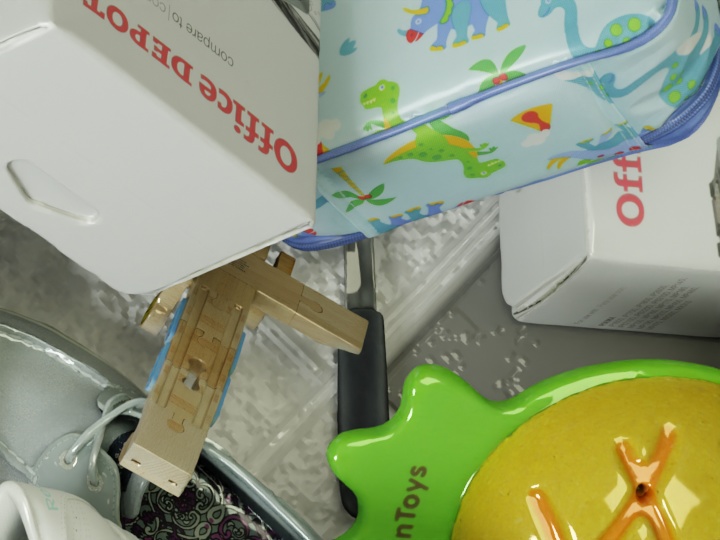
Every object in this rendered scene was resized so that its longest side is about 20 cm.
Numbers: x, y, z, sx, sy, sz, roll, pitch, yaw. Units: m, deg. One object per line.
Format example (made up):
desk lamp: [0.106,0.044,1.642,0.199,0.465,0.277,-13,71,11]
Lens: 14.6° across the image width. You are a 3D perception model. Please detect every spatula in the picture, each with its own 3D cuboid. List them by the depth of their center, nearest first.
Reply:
spatula: [0.000,0.000,1.106,0.056,0.021,0.201,-2,75,1]

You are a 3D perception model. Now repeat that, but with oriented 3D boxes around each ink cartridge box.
ink cartridge box: [-0.086,-0.114,0.989,0.145,0.084,0.200,36,43,-42]
ink cartridge box: [0.162,-0.051,1.151,0.199,0.086,0.148,4,70,-20]

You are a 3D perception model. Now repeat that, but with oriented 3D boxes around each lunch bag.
lunch bag: [0.035,-0.107,1.066,0.200,0.082,0.161,-20,59,18]

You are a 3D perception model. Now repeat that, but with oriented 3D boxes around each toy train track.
toy train track: [-0.060,0.027,1.026,0.115,0.033,0.200,30,27,-8]

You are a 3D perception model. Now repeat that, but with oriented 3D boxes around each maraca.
maraca: [0.079,0.095,1.004,0.199,0.107,0.138,6,104,-18]

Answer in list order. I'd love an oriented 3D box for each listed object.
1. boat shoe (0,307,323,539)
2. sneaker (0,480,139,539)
boat shoe: [-0.079,0.075,1.023,0.201,0.072,0.070,39,64,-1]
sneaker: [-0.136,0.165,0.931,0.075,0.088,0.200,6,67,29]
